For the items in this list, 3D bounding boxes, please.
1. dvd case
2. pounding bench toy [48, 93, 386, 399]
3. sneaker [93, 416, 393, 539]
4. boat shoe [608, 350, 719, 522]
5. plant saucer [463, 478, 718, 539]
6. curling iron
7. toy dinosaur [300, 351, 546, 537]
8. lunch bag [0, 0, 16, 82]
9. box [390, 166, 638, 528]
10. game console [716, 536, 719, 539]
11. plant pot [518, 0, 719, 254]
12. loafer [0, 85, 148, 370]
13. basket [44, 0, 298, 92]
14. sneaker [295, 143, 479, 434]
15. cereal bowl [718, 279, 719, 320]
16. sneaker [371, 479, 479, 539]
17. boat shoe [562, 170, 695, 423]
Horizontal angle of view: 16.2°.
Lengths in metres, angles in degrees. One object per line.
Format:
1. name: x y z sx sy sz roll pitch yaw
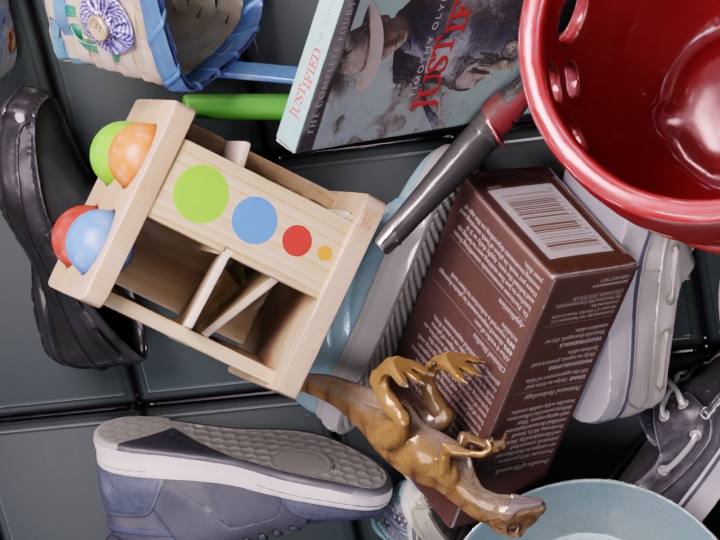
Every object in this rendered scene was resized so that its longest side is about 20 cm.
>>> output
1. dvd case: 0.049 -0.141 1.414 0.022 0.200 0.146 42 126 34
2. pounding bench toy: -0.079 -0.052 1.491 0.156 0.124 0.200 27 86 -16
3. sneaker: -0.075 0.179 1.648 0.202 0.077 0.147 6 108 19
4. boat shoe: 0.206 0.094 1.571 0.068 0.072 0.200 25 126 -5
5. plant saucer: 0.140 0.227 1.562 0.200 0.039 0.202 0 92 1
6. curling iron: 0.084 -0.080 1.466 0.200 0.026 0.050 -43 120 -7
7. toy dinosaur: 0.019 0.089 1.490 0.200 0.060 0.106 34 128 19
8. lunch bag: -0.297 -0.177 1.509 0.160 0.076 0.201 -2 116 14
9. box: 0.084 0.047 1.528 0.075 0.100 0.200 -7 133 -36
10. game console: 0.245 0.269 1.593 0.199 0.116 0.176 -23 122 -1
11. plant pot: 0.198 -0.105 1.370 0.200 0.182 0.201 -3 79 14
12. loafer: -0.176 -0.025 1.568 0.070 0.068 0.201 5 127 23
13. basket: -0.085 -0.183 1.430 0.199 0.139 0.177 -1 118 20
14. sneaker: 0.000 0.000 1.554 0.082 0.074 0.200 33 108 17
15. cereal bowl: 0.313 0.022 1.464 0.199 0.083 0.201 -1 98 -4
16. sneaker: 0.089 0.196 1.652 0.200 0.078 0.086 45 143 -20
17. boat shoe: 0.166 -0.008 1.525 0.070 0.071 0.201 -6 104 -34
